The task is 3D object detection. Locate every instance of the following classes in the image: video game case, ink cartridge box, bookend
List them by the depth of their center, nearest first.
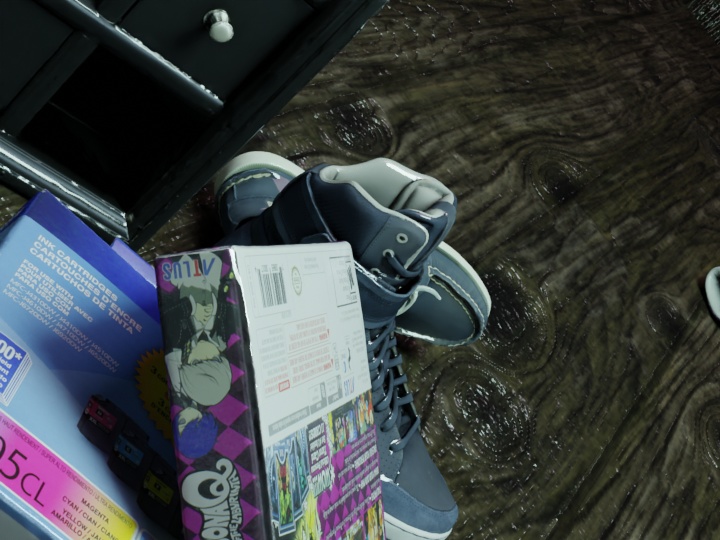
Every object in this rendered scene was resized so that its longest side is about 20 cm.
[{"bbox_3d":[-0.118,0.061,0.584,0.136,0.076,0.201,43,24,-16],"label":"ink cartridge box"},{"bbox_3d":[-0.028,0.080,0.597,0.200,0.035,0.184,-12,95,-79],"label":"video game case"},{"bbox_3d":[-0.126,-0.140,0.701,0.198,0.200,0.093,34,28,-33],"label":"bookend"}]

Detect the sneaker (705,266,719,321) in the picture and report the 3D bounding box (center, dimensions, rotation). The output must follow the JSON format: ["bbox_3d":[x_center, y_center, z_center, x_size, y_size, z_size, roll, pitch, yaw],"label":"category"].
[{"bbox_3d":[0.426,0.075,1.503,0.114,0.073,0.201,10,35,-49],"label":"sneaker"}]

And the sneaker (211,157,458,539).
[{"bbox_3d":[0.016,0.038,0.758,0.203,0.146,0.077,49,23,-4],"label":"sneaker"}]

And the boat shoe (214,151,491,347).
[{"bbox_3d":[0.000,0.000,0.868,0.199,0.075,0.062,34,27,-28],"label":"boat shoe"}]
